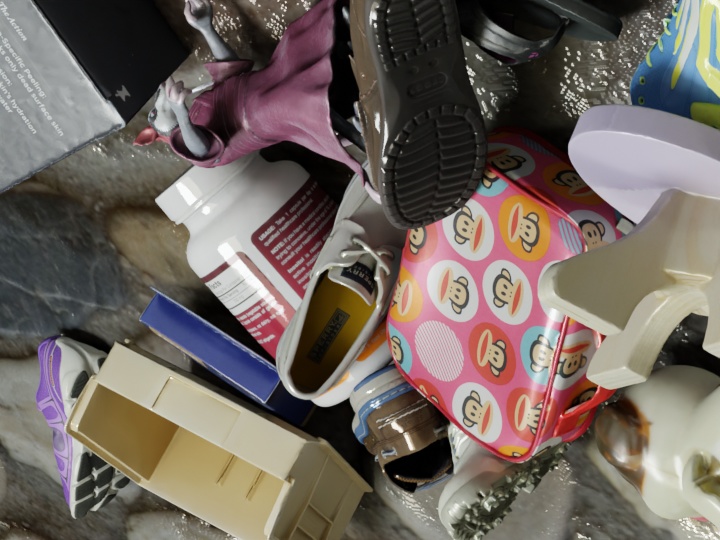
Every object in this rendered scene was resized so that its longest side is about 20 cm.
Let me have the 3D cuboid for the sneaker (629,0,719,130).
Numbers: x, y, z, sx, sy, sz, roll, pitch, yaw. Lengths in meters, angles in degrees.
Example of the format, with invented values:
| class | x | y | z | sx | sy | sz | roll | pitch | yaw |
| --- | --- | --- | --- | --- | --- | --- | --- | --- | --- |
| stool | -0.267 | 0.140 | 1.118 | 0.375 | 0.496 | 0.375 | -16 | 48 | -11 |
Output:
| class | x | y | z | sx | sy | sz | roll | pitch | yaw |
| --- | --- | --- | --- | --- | --- | --- | --- | --- | --- |
| sneaker | 0.193 | -0.126 | 1.051 | 0.105 | 0.076 | 0.200 | 8 | 131 | 36 |

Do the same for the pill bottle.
| class | x | y | z | sx | sy | sz | roll | pitch | yaw |
| --- | --- | --- | --- | --- | --- | --- | --- | --- | --- |
| pill bottle | -0.053 | -0.006 | 1.343 | 0.200 | 0.113 | 0.113 | 49 | 141 | -8 |

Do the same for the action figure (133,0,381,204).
| class | x | y | z | sx | sy | sz | roll | pitch | yaw |
| --- | --- | --- | --- | --- | --- | --- | --- | --- | --- |
| action figure | -0.066 | -0.113 | 1.251 | 0.200 | 0.134 | 0.149 | -17 | 126 | 34 |

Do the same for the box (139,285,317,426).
| class | x | y | z | sx | sy | sz | roll | pitch | yaw |
| --- | --- | --- | --- | --- | --- | --- | --- | --- | --- |
| box | -0.104 | 0.070 | 1.439 | 0.121 | 0.032 | 0.200 | 32 | 174 | 13 |

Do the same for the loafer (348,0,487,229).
| class | x | y | z | sx | sy | sz | roll | pitch | yaw |
| --- | --- | --- | --- | --- | --- | --- | --- | --- | --- |
| loafer | 0.032 | -0.114 | 1.120 | 0.071 | 0.073 | 0.200 | -120 | 19 | -46 |

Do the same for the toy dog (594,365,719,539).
| class | x | y | z | sx | sy | sz | roll | pitch | yaw |
| --- | --- | --- | --- | --- | --- | --- | --- | --- | --- |
| toy dog | 0.248 | 0.108 | 1.178 | 0.200 | 0.139 | 0.194 | -12 | 103 | 46 |

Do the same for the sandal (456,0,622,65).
| class | x | y | z | sx | sy | sz | roll | pitch | yaw |
| --- | --- | --- | --- | --- | --- | --- | --- | --- | --- |
| sandal | 0.072 | -0.158 | 1.124 | 0.200 | 0.048 | 0.075 | 19 | 178 | 34 |

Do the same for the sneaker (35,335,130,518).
| class | x | y | z | sx | sy | sz | roll | pitch | yaw |
| --- | --- | --- | --- | --- | --- | --- | --- | --- | --- |
| sneaker | -0.262 | 0.142 | 1.707 | 0.083 | 0.081 | 0.200 | 29 | 132 | 36 |

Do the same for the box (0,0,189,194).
| class | x | y | z | sx | sy | sz | roll | pitch | yaw |
| --- | --- | --- | --- | --- | --- | --- | --- | --- | --- |
| box | -0.270 | -0.174 | 1.337 | 0.200 | 0.117 | 0.197 | -23 | 110 | 35 |

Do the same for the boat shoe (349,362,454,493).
| class | x | y | z | sx | sy | sz | roll | pitch | yaw |
| --- | --- | --- | --- | --- | --- | --- | --- | --- | --- |
| boat shoe | 0.035 | 0.129 | 1.361 | 0.072 | 0.072 | 0.200 | 65 | -177 | 18 |

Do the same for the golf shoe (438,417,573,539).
| class | x | y | z | sx | sy | sz | roll | pitch | yaw |
| --- | --- | --- | --- | --- | --- | --- | --- | --- | --- |
| golf shoe | 0.084 | 0.125 | 1.287 | 0.097 | 0.200 | 0.078 | 41 | 114 | 10 |

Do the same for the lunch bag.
| class | x | y | z | sx | sy | sz | roll | pitch | yaw |
| --- | --- | --- | --- | --- | --- | --- | --- | --- | --- |
| lunch bag | 0.107 | 0.021 | 1.202 | 0.176 | 0.082 | 0.200 | 39 | 130 | 35 |

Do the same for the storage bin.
| class | x | y | z | sx | sy | sz | roll | pitch | yaw |
| --- | --- | --- | --- | --- | --- | --- | --- | --- | --- |
| storage bin | -0.113 | 0.157 | 1.499 | 0.200 | 0.094 | 0.199 | 25 | 168 | 21 |

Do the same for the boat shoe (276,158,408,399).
| class | x | y | z | sx | sy | sz | roll | pitch | yaw |
| --- | --- | --- | --- | --- | --- | --- | --- | --- | --- |
| boat shoe | 0.000 | 0.000 | 1.253 | 0.071 | 0.200 | 0.070 | 30 | -174 | -6 |

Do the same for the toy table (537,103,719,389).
| class | x | y | z | sx | sy | sz | roll | pitch | yaw |
| --- | --- | --- | --- | --- | --- | --- | --- | --- | --- |
| toy table | 0.197 | 0.003 | 1.061 | 0.200 | 0.117 | 0.184 | 24 | 161 | -5 |
